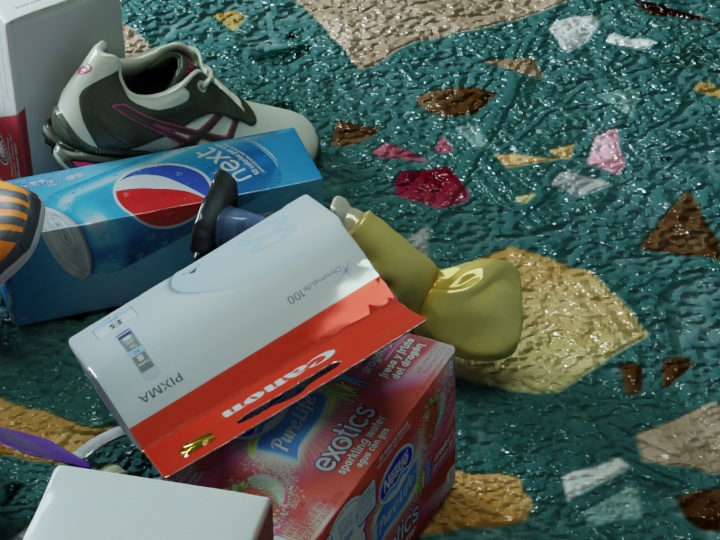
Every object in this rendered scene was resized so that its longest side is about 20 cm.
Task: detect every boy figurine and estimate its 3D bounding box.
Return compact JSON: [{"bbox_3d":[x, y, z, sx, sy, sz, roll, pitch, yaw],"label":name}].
[{"bbox_3d":[0.000,0.000,1.668,0.200,0.124,0.064,14,56,9],"label":"boy figurine"}]

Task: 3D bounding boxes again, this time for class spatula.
[{"bbox_3d":[-0.125,0.092,1.575,0.200,0.021,0.057,-2,16,-37],"label":"spatula"}]

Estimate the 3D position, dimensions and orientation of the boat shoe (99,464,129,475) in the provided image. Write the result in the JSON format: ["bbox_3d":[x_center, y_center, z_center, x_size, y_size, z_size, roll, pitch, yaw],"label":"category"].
[{"bbox_3d":[-0.145,0.178,1.473,0.066,0.072,0.201,21,36,7],"label":"boat shoe"}]

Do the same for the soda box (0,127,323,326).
[{"bbox_3d":[-0.125,-0.028,1.752,0.200,0.068,0.064,-12,37,-15],"label":"soda box"}]

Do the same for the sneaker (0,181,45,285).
[{"bbox_3d":[-0.287,-0.032,1.677,0.200,0.112,0.078,-7,59,34],"label":"sneaker"}]

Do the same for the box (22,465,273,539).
[{"bbox_3d":[-0.105,0.217,1.301,0.106,0.200,0.152,8,37,11],"label":"box"}]

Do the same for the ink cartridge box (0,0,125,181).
[{"bbox_3d":[-0.234,-0.155,1.864,0.083,0.147,0.200,-22,40,-25],"label":"ink cartridge box"}]

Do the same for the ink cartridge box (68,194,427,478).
[{"bbox_3d":[-0.064,0.032,1.518,0.160,0.047,0.200,-31,15,-7],"label":"ink cartridge box"}]

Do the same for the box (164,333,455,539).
[{"bbox_3d":[-0.030,0.120,1.519,0.095,0.100,0.200,16,39,21],"label":"box"}]

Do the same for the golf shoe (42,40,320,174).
[{"bbox_3d":[-0.100,-0.095,1.804,0.200,0.088,0.077,-1,36,-38],"label":"golf shoe"}]
